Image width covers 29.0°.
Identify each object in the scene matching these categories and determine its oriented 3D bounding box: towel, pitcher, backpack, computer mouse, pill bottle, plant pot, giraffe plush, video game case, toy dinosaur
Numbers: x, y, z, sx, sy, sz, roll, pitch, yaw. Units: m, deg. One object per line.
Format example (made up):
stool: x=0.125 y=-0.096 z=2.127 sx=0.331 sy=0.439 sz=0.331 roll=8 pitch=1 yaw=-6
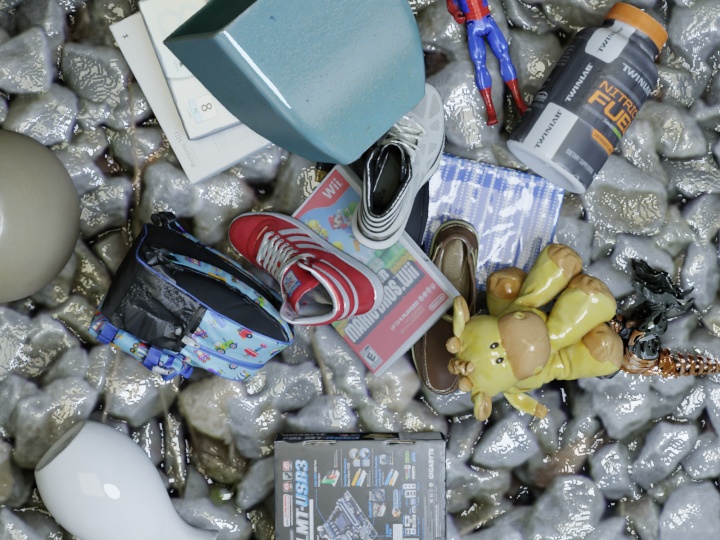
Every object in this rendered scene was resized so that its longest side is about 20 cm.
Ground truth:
towel: x=0.124 y=-0.054 z=1.584 sx=0.199 sy=0.024 sz=0.145 roll=13 pitch=94 yaw=0
pitcher: x=-0.287 y=0.281 z=1.574 sx=0.171 sy=0.121 sz=0.200 roll=-38 pitch=104 yaw=18
backpack: x=-0.177 y=0.049 z=1.526 sx=0.200 sy=0.183 sz=0.135 roll=31 pitch=102 yaw=-13
computer mouse: x=0.013 y=-0.077 z=1.552 sx=0.140 sy=0.046 sz=0.201 roll=11 pitch=97 yaw=2
pill bottle: x=0.255 y=-0.194 z=1.528 sx=0.106 sy=0.106 sz=0.200 roll=33 pitch=88 yaw=-1
plant pot: x=-0.049 y=-0.220 z=1.432 sx=0.196 sy=0.196 sz=0.200 roll=-42 pitch=111 yaw=-14
giraffe plush: x=0.163 y=0.075 z=1.489 sx=0.200 sy=0.162 sz=0.173 roll=-46 pitch=70 yaw=25
plant pot: x=-0.424 y=-0.058 z=1.539 sx=0.200 sy=0.134 sz=0.201 roll=0 pitch=94 yaw=2
video game case: x=0.000 y=0.000 z=1.543 sx=0.200 sy=0.017 sz=0.143 roll=49 pitch=120 yaw=11
toy dinosaur: x=0.312 y=0.068 z=1.569 sx=0.199 sy=0.102 sz=0.136 roll=14 pitch=109 yaw=-18

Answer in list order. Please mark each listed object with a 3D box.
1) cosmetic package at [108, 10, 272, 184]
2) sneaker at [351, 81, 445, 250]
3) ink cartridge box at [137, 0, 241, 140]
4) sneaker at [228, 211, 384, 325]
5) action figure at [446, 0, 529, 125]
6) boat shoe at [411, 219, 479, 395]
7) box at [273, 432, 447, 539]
cosmetic package: x=-0.169 y=-0.218 z=1.565 sx=0.150 sy=0.052 sz=0.200 roll=-27 pitch=93 yaw=-1
sneaker: x=0.050 y=-0.128 z=1.470 sx=0.075 sy=0.115 sz=0.201 roll=19 pitch=70 yaw=0
ink cartridge box: x=-0.122 y=-0.249 z=1.515 sx=0.199 sy=0.047 sz=0.161 roll=-21 pitch=93 yaw=1
sneaker: x=-0.081 y=-0.004 z=1.510 sx=0.200 sy=0.112 sz=0.071 roll=27 pitch=112 yaw=22
action figure: x=0.138 y=-0.266 z=1.537 sx=0.065 sy=0.099 sz=0.201 roll=-18 pitch=90 yaw=1
boat shoe: x=0.094 y=0.047 z=1.554 sx=0.074 sy=0.075 sz=0.203 roll=2 pitch=102 yaw=1
box: x=0.000 y=0.287 z=1.594 sx=0.198 sy=0.050 sz=0.201 roll=-1 pitch=94 yaw=2
